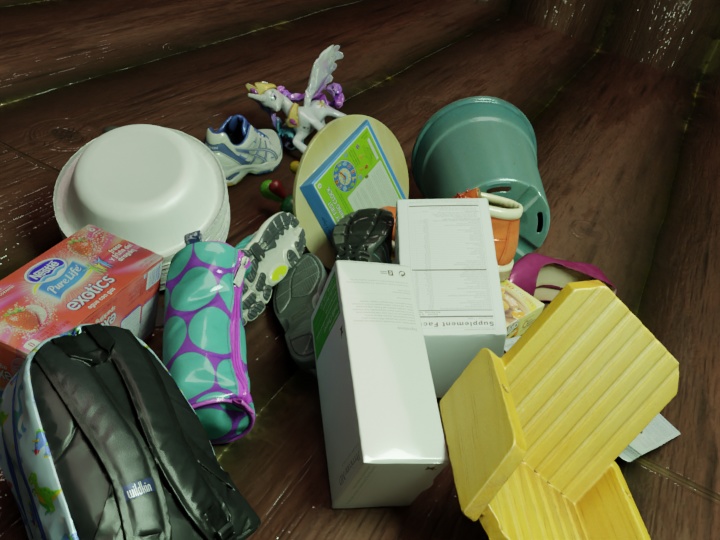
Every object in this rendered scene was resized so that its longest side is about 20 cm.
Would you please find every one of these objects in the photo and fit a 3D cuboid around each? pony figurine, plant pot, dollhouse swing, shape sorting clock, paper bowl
[{"bbox_3d":[-0.077,-0.267,1.359,0.199,0.168,0.193,40,38,7],"label":"pony figurine"},{"bbox_3d":[0.182,-0.117,1.176,0.195,0.203,0.198,9,34,-11],"label":"plant pot"},{"bbox_3d":[0.200,0.147,0.694,0.199,0.175,0.183,41,21,-24],"label":"dollhouse swing"},{"bbox_3d":[-0.010,-0.099,1.056,0.039,0.205,0.198,10,19,44],"label":"shape sorting clock"},{"bbox_3d":[-0.251,-0.085,0.933,0.195,0.105,0.204,2,57,-3],"label":"paper bowl"}]

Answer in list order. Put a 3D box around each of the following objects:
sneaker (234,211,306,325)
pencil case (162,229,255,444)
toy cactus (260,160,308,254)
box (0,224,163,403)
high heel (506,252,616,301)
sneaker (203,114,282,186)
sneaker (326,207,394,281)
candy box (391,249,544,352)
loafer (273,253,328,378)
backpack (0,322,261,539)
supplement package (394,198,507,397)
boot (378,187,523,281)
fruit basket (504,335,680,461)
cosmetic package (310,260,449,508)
[{"bbox_3d":[-0.138,0.009,0.947,0.078,0.079,0.200,58,46,-13],"label":"sneaker"},{"bbox_3d":[-0.145,0.064,0.784,0.085,0.091,0.203,45,27,-45],"label":"pencil case"},{"bbox_3d":[-0.045,-0.082,1.123,0.196,0.103,0.167,21,39,-10],"label":"toy cactus"},{"bbox_3d":[-0.280,0.053,0.768,0.093,0.104,0.200,21,32,10],"label":"box"},{"bbox_3d":[0.275,0.018,1.116,0.095,0.069,0.198,25,26,36],"label":"high heel"},{"bbox_3d":[-0.171,-0.195,1.235,0.074,0.090,0.200,22,29,14],"label":"sneaker"},{"bbox_3d":[0.000,0.000,0.948,0.074,0.081,0.202,-1,37,14],"label":"sneaker"},{"bbox_3d":[0.123,0.028,1.044,0.199,0.056,0.114,36,36,30],"label":"candy box"},{"bbox_3d":[-0.055,0.057,0.924,0.071,0.063,0.201,-28,32,8],"label":"loafer"},{"bbox_3d":[-0.194,0.142,0.616,0.162,0.153,0.204,-17,81,-48],"label":"backpack"},{"bbox_3d":[0.095,0.028,0.909,0.111,0.111,0.203,0,47,2],"label":"supplement package"},{"bbox_3d":[0.108,-0.065,1.029,0.195,0.109,0.076,13,32,1],"label":"boot"},{"bbox_3d":[0.260,0.139,0.919,0.185,0.095,0.198,45,19,28],"label":"fruit basket"},{"bbox_3d":[0.013,0.105,0.756,0.083,0.108,0.203,5,52,-18],"label":"cosmetic package"}]
